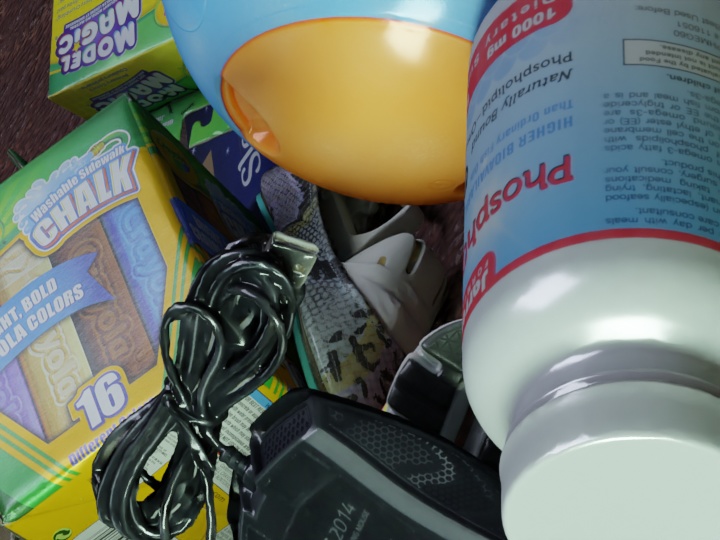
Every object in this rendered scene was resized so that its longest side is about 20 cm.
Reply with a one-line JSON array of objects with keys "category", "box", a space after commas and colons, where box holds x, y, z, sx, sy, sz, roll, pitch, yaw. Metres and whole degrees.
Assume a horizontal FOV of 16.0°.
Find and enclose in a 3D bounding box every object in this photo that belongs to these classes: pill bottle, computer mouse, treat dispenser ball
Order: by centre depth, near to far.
[{"category": "pill bottle", "box": [0.087, 0.000, 0.827, 0.109, 0.108, 0.201, -45, 29, 40]}, {"category": "computer mouse", "box": [0.013, 0.084, 0.850, 0.053, 0.200, 0.139, -38, -18, -52]}, {"category": "treat dispenser ball", "box": [0.020, -0.125, 0.983, 0.201, 0.200, 0.202, -48, 28, 36]}]

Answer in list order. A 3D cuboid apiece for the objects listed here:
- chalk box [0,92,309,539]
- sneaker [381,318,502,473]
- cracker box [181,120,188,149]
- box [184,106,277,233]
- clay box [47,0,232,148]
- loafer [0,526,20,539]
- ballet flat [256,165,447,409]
[{"category": "chalk box", "box": [-0.099, 0.022, 1.089, 0.123, 0.124, 0.201, -34, 51, 11]}, {"category": "sneaker", "box": [0.022, 0.107, 0.932, 0.090, 0.078, 0.201, -61, -4, -79]}, {"category": "cracker box", "box": [-0.136, 0.002, 1.382, 0.134, 0.057, 0.201, -54, 25, 42]}, {"category": "box", "box": [-0.043, -0.080, 1.267, 0.200, 0.032, 0.122, -53, 34, 40]}, {"category": "clay box", "box": [-0.085, -0.150, 1.166, 0.114, 0.047, 0.201, -21, 56, 33]}, {"category": "loafer", "box": [-0.136, 0.153, 1.229, 0.067, 0.076, 0.201, -39, 44, 46]}, {"category": "ballet flat", "box": [0.000, 0.000, 1.088, 0.072, 0.072, 0.201, -56, 25, 21]}]
